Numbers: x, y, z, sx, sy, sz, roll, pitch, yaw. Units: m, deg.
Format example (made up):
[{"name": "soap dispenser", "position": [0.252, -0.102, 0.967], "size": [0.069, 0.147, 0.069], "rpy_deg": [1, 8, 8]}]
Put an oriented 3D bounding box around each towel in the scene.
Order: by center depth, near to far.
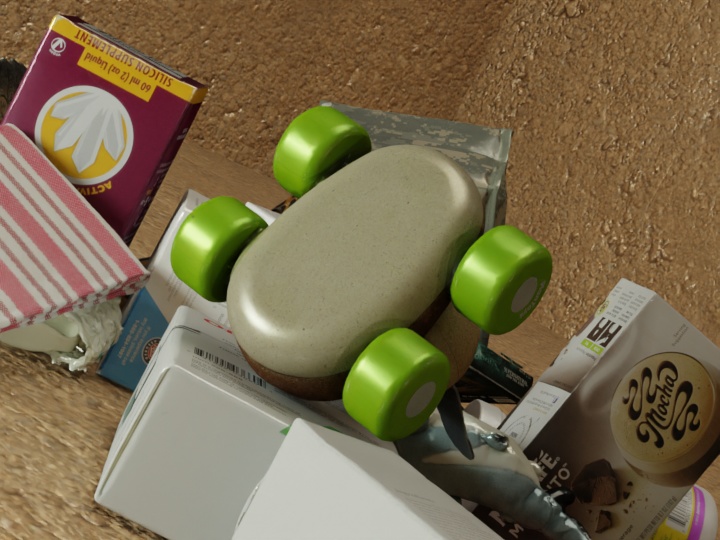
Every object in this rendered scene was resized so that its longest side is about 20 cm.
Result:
[{"name": "towel", "position": [-0.233, -0.023, 1.011], "size": [0.146, 0.030, 0.200], "rpy_deg": [48, 28, 11]}]

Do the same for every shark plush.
[{"name": "shark plush", "position": [0.066, 0.138, 1.077], "size": [0.200, 0.083, 0.091], "rpy_deg": [28, -4, 1]}]

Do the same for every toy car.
[{"name": "toy car", "position": [0.010, 0.037, 0.944], "size": [0.164, 0.158, 0.200], "rpy_deg": [36, -21, 28]}]

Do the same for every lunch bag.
[{"name": "lunch bag", "position": [0.032, -0.020, 1.343], "size": [0.164, 0.200, 0.118], "rpy_deg": [9, 33, 7]}]

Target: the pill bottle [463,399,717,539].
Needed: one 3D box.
[{"name": "pill bottle", "position": [0.159, 0.172, 1.247], "size": [0.200, 0.104, 0.104], "rpy_deg": [27, 5, -9]}]

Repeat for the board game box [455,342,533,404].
[{"name": "board game box", "position": [0.021, 0.075, 1.341], "size": [0.200, 0.028, 0.135], "rpy_deg": [-1, -21, 34]}]

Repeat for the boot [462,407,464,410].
[{"name": "boot", "position": [0.001, 0.104, 1.314], "size": [0.200, 0.074, 0.075], "rpy_deg": [22, 1, -26]}]

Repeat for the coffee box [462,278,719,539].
[{"name": "coffee box", "position": [0.166, 0.120, 1.141], "size": [0.113, 0.200, 0.080], "rpy_deg": [41, -1, -11]}]

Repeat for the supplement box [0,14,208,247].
[{"name": "supplement box", "position": [-0.201, -0.064, 1.154], "size": [0.110, 0.200, 0.086], "rpy_deg": [27, 6, -3]}]

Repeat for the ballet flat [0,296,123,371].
[{"name": "ballet flat", "position": [-0.243, 0.005, 1.050], "size": [0.200, 0.072, 0.072], "rpy_deg": [25, 6, -12]}]

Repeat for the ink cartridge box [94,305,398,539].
[{"name": "ink cartridge box", "position": [-0.059, 0.100, 0.927], "size": [0.146, 0.084, 0.200], "rpy_deg": [28, 5, -7]}]

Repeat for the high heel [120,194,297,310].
[{"name": "high heel", "position": [-0.108, -0.018, 1.237], "size": [0.142, 0.200, 0.071], "rpy_deg": [28, 19, -26]}]

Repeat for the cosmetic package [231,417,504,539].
[{"name": "cosmetic package", "position": [0.025, 0.157, 0.731], "size": [0.074, 0.102, 0.200], "rpy_deg": [24, 8, -41]}]

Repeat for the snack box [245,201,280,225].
[{"name": "snack box", "position": [0.000, 0.000, 1.127], "size": [0.072, 0.024, 0.200], "rpy_deg": [32, 6, 35]}]

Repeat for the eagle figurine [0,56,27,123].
[{"name": "eagle figurine", "position": [-0.275, -0.071, 1.303], "size": [0.152, 0.151, 0.200], "rpy_deg": [38, -6, -2]}]

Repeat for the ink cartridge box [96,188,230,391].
[{"name": "ink cartridge box", "position": [-0.064, 0.049, 1.166], "size": [0.200, 0.129, 0.125], "rpy_deg": [28, 5, -9]}]
